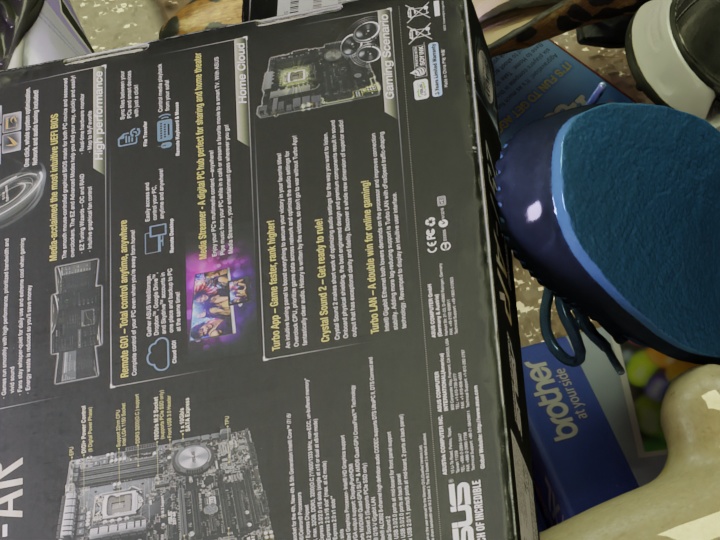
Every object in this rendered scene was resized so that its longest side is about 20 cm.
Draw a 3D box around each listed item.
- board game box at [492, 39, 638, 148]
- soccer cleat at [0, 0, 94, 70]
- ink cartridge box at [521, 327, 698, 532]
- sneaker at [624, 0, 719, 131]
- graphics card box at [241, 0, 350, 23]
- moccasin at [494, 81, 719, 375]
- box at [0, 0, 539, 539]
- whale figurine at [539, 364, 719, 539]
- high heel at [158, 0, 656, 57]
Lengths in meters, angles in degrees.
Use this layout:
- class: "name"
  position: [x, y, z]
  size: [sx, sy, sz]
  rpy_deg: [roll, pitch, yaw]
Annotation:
- class: "board game box"
  position: [0.002, -0.031, 1.037]
  size: [0.103, 0.019, 0.200]
  rpy_deg: [37, 55, 15]
- class: "soccer cleat"
  position: [-0.105, -0.043, 0.971]
  size: [0.068, 0.073, 0.200]
  rpy_deg: [-34, 59, 22]
- class: "ink cartridge box"
  position: [0.125, 0.061, 0.941]
  size: [0.199, 0.042, 0.120]
  rpy_deg: [-15, 44, -7]
- class: "sneaker"
  position: [0.194, -0.063, 0.973]
  size: [0.199, 0.091, 0.067]
  rpy_deg: [20, 50, -20]
- class: "graphics card box"
  position: [0.000, 0.000, 0.923]
  size: [0.051, 0.126, 0.201]
  rpy_deg: [-10, 55, 15]
- class: "moccasin"
  position: [0.090, 0.001, 0.877]
  size: [0.068, 0.200, 0.081]
  rpy_deg: [-2, 74, 35]
- class: "box"
  position: [-0.036, 0.022, 0.816]
  size: [0.160, 0.044, 0.201]
  rpy_deg: [-11, 56, 10]
- class: "whale figurine"
  position: [0.098, 0.108, 0.842]
  size: [0.199, 0.104, 0.160]
  rpy_deg: [0, 81, 7]
- class: "high heel"
  position: [0.038, -0.108, 0.996]
  size: [0.199, 0.143, 0.072]
  rpy_deg: [-7, 78, -20]
